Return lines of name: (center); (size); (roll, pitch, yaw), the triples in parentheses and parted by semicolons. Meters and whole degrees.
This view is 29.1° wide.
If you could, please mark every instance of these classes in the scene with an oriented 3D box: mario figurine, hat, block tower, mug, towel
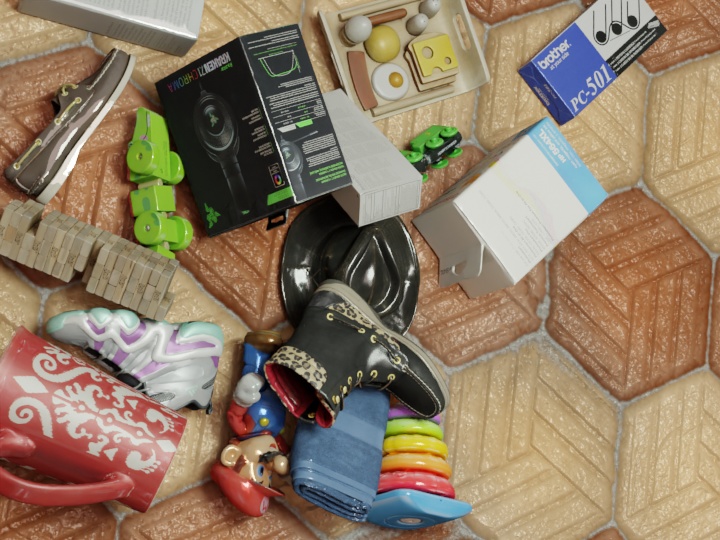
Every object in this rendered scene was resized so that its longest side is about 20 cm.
mario figurine: (-0.097, 0.174, 1.550); (0.122, 0.106, 0.203); (15, 74, -21)
hat: (0.000, 0.000, 1.630); (0.198, 0.081, 0.203); (4, 79, -20)
block tower: (-0.291, -0.014, 1.498); (0.198, 0.054, 0.058); (24, 108, -3)
mug: (-0.296, 0.178, 1.419); (0.198, 0.134, 0.179); (26, 60, -9)
towel: (-0.023, 0.174, 1.570); (0.111, 0.048, 0.202); (29, 51, -25)

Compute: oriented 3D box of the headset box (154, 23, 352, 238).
headset box: (-0.119, -0.146, 1.543); (0.092, 0.173, 0.202); (-22, 95, -42)

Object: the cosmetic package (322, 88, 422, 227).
cosmetic package: (-0.014, -0.132, 1.599); (0.082, 0.051, 0.200); (-15, 43, -24)

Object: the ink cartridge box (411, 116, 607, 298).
ink cartridge box: (0.171, -0.067, 1.684); (0.200, 0.128, 0.126); (-41, 96, -23)

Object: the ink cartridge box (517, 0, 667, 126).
ink cartridge box: (0.306, -0.289, 1.821); (0.200, 0.044, 0.094); (-42, 96, -22)

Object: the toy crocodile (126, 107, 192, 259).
toy crocodile: (-0.235, -0.083, 1.565); (0.067, 0.061, 0.203); (10, 72, -63)

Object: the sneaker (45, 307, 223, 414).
sneaker: (-0.247, 0.119, 1.513); (0.198, 0.078, 0.142); (8, 78, -19)

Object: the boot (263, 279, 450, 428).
boot: (-0.005, 0.120, 1.529); (0.200, 0.073, 0.151); (46, 45, -4)

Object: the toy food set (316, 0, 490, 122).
toy food set: (0.054, -0.274, 1.709); (0.198, 0.060, 0.145); (-19, 88, -23)

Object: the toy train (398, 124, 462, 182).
toy train: (0.049, -0.120, 1.665); (0.200, 0.056, 0.042); (-38, 125, -36)

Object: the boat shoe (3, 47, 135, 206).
boat shoe: (-0.319, -0.169, 1.538); (0.059, 0.072, 0.201); (34, 76, -16)

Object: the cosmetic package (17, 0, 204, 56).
cosmetic package: (-0.279, -0.324, 1.578); (0.198, 0.071, 0.103); (14, 76, -19)

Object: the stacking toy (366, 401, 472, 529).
stacking toy: (0.059, 0.193, 1.620); (0.115, 0.109, 0.202); (18, 63, -34)
